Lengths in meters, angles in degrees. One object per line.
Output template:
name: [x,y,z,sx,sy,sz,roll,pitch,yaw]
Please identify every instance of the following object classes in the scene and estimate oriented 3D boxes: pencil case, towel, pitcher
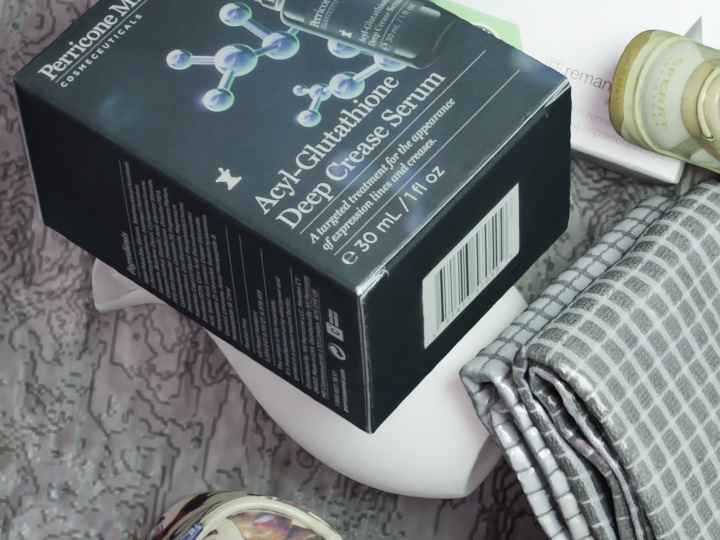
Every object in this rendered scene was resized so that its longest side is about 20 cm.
pencil case: [-0.059,0.142,1.320,0.089,0.200,0.078,-21,90,-8]
towel: [0.156,0.080,1.310,0.166,0.085,0.200,-42,106,-41]
pitcher: [0.000,0.000,1.362,0.200,0.121,0.172,32,80,12]

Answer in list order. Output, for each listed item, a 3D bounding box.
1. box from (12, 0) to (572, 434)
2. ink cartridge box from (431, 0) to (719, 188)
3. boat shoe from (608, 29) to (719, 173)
box: [-0.028,-0.052,1.276,0.200,0.107,0.148,31,60,24]
ink cartridge box: [0.113,-0.157,1.369,0.146,0.084,0.201,19,91,0]
boat shoe: [0.199,-0.068,1.326,0.063,0.200,0.073,19,94,45]
